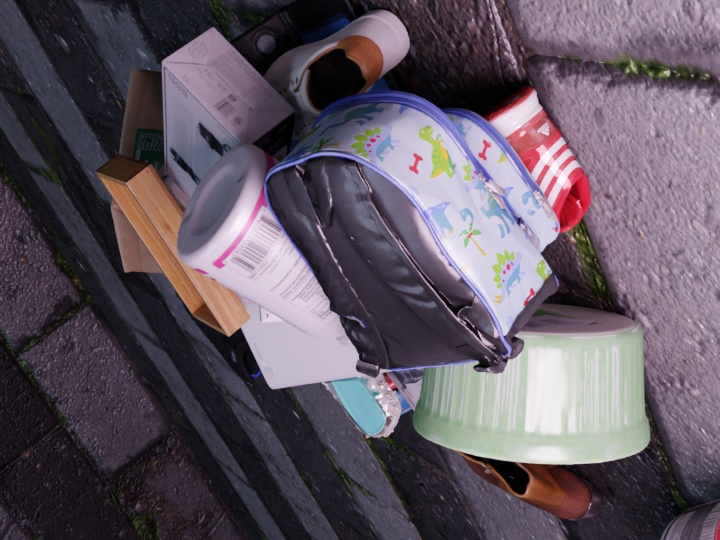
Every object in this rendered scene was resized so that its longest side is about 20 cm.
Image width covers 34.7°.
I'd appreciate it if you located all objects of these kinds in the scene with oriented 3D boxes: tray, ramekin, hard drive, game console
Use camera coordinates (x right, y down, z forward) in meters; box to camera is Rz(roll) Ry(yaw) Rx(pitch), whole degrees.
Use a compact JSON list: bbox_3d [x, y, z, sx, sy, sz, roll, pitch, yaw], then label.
[{"bbox_3d":[-0.196,-0.027,1.214,0.098,0.037,0.201,20,146,57],"label":"tray"},{"bbox_3d":[0.144,0.086,0.966,0.199,0.198,0.099,14,104,59],"label":"ramekin"},{"bbox_3d":[-0.055,0.053,1.210,0.199,0.026,0.133,-14,104,48],"label":"hard drive"},{"bbox_3d":[-0.042,-0.145,1.094,0.201,0.175,0.117,57,-172,-16],"label":"game console"}]

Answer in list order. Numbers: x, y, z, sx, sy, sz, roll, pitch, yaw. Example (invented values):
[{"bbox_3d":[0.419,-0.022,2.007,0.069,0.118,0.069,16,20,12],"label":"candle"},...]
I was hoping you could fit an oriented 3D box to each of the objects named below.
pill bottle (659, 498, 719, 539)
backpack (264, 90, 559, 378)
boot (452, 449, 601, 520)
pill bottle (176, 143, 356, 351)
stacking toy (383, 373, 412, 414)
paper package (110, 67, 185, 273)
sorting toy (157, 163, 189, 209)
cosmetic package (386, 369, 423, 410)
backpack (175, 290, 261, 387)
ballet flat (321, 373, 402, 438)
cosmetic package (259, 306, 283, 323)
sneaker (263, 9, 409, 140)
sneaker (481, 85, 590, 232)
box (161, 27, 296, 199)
[{"bbox_3d":[0.321,0.251,0.987,0.111,0.110,0.200,48,160,8],"label":"pill bottle"},{"bbox_3d":[0.036,-0.038,0.866,0.182,0.147,0.201,-8,127,49],"label":"backpack"},{"bbox_3d":[0.142,0.207,1.229,0.188,0.069,0.199,34,-175,38],"label":"boot"},{"bbox_3d":[-0.047,-0.011,0.986,0.199,0.114,0.113,32,170,-28],"label":"pill bottle"},{"bbox_3d":[0.010,0.084,1.424,0.201,0.109,0.116,63,172,11],"label":"stacking toy"},{"bbox_3d":[-0.243,-0.118,1.441,0.102,0.202,0.191,4,154,-3],"label":"paper package"},{"bbox_3d":[-0.127,-0.111,1.234,0.200,0.180,0.107,40,158,27],"label":"sorting toy"},{"bbox_3d":[0.056,0.071,1.211,0.201,0.052,0.151,54,158,-6],"label":"cosmetic package"},{"bbox_3d":[-0.113,0.010,1.389,0.163,0.168,0.200,45,150,1],"label":"backpack"},{"bbox_3d":[-0.022,0.094,1.273,0.201,0.071,0.072,57,160,2],"label":"ballet flat"},{"bbox_3d":[0.000,0.000,1.097,0.051,0.198,0.083,-141,46,-81],"label":"cosmetic package"},{"bbox_3d":[-0.048,-0.159,1.017,0.073,0.085,0.199,49,138,-11],"label":"sneaker"},{"bbox_3d":[0.112,-0.064,0.947,0.116,0.078,0.200,53,161,-3],"label":"sneaker"},{"bbox_3d":[-0.127,-0.118,1.079,0.117,0.060,0.200,45,157,13],"label":"box"}]
